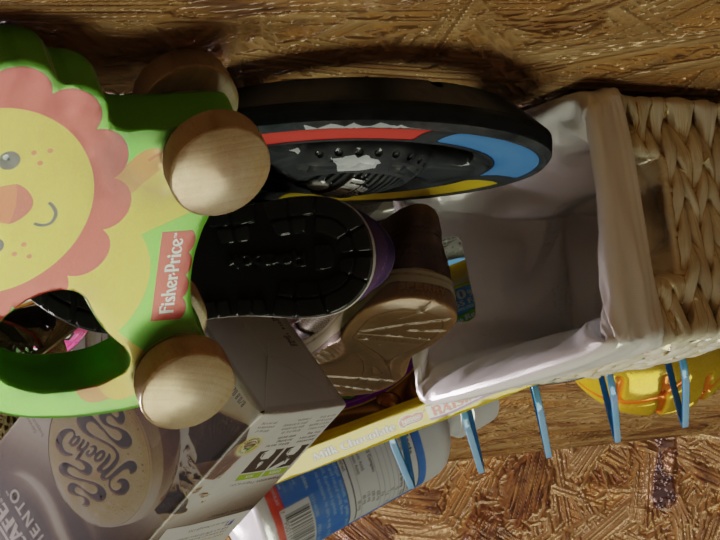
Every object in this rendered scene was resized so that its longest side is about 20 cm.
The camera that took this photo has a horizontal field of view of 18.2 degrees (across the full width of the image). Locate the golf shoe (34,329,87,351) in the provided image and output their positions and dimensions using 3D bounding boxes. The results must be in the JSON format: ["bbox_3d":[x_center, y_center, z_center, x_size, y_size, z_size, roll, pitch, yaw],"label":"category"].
[{"bbox_3d":[-0.170,0.035,1.397,0.198,0.093,0.073,-6,-164,16],"label":"golf shoe"}]

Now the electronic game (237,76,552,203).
[{"bbox_3d":[-0.005,-0.057,1.100,0.198,0.042,0.200,-1,172,0],"label":"electronic game"}]

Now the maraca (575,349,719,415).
[{"bbox_3d":[0.240,0.057,1.734,0.199,0.108,0.137,1,176,-34],"label":"maraca"}]

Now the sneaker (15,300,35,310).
[{"bbox_3d":[-0.236,-0.003,1.227,0.198,0.079,0.079,-15,172,11],"label":"sneaker"}]

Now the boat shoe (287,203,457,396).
[{"bbox_3d":[-0.004,0.018,1.239,0.072,0.073,0.200,7,159,-19],"label":"boat shoe"}]

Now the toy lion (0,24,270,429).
[{"bbox_3d":[-0.144,-0.016,0.978,0.190,0.069,0.201,-6,130,-20],"label":"toy lion"}]

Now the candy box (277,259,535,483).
[{"bbox_3d":[0.017,0.055,1.341,0.198,0.103,0.027,-21,131,0],"label":"candy box"}]

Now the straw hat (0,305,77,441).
[{"bbox_3d":[-0.210,0.063,1.296,0.199,0.086,0.201,-17,-157,8],"label":"straw hat"}]

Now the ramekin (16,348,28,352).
[{"bbox_3d":[-0.190,0.058,1.531,0.198,0.099,0.200,-5,170,-1],"label":"ramekin"}]

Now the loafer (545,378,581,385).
[{"bbox_3d":[0.180,0.028,1.557,0.198,0.074,0.071,-19,175,7],"label":"loafer"}]

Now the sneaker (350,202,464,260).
[{"bbox_3d":[0.000,0.000,1.338,0.198,0.086,0.077,-5,171,-8],"label":"sneaker"}]

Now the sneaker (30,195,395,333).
[{"bbox_3d":[-0.081,-0.005,1.143,0.198,0.077,0.088,5,-178,13],"label":"sneaker"}]

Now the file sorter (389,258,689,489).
[{"bbox_3d":[0.106,0.050,1.437,0.198,0.124,0.139,-13,158,3],"label":"file sorter"}]

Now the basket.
[{"bbox_3d":[0.121,-0.009,1.203,0.122,0.137,0.200,-2,170,-30],"label":"basket"}]

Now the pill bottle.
[{"bbox_3d":[-0.008,0.112,1.555,0.199,0.113,0.112,-27,178,-20],"label":"pill bottle"}]

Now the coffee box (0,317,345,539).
[{"bbox_3d":[-0.116,0.098,1.225,0.080,0.113,0.200,-2,139,-54],"label":"coffee box"}]
